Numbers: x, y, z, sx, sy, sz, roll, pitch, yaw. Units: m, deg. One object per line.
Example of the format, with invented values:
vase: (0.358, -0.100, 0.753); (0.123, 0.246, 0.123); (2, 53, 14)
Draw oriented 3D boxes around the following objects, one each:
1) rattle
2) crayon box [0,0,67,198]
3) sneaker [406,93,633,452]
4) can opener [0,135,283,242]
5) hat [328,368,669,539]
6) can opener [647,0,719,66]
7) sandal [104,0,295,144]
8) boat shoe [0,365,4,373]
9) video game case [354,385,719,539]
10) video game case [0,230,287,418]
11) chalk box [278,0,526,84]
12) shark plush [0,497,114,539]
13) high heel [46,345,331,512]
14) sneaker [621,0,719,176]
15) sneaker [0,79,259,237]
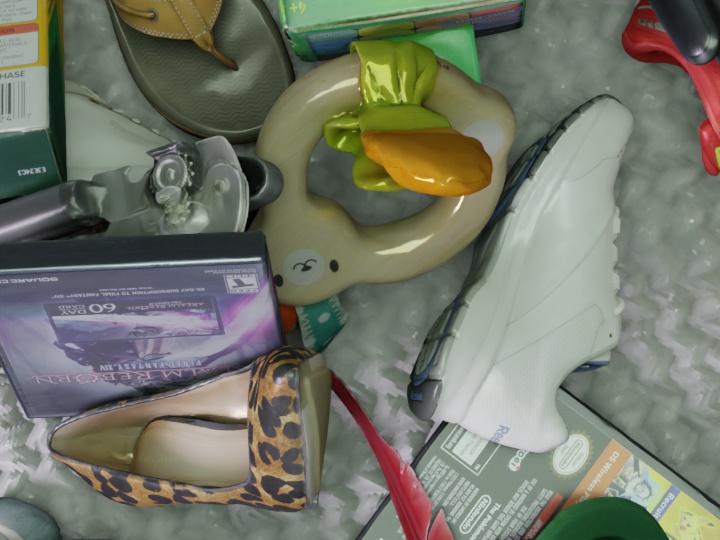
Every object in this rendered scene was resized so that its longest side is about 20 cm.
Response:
rattle: (0.000, 0.000, 1.400); (0.200, 0.130, 0.143); (-52, 42, 20)
crayon box: (-0.214, -0.120, 1.458); (0.125, 0.052, 0.201); (-7, 51, 2)
sneaker: (0.096, 0.003, 1.456); (0.087, 0.075, 0.201); (28, 70, -7)
can opener: (-0.129, -0.015, 1.404); (0.199, 0.067, 0.054); (-17, 76, 29)
hat: (0.051, 0.177, 1.449); (0.175, 0.165, 0.201); (7, 71, 40)
can opener: (0.144, -0.173, 1.448); (0.079, 0.063, 0.200); (-57, 50, 36)
sandal: (-0.097, -0.158, 1.487); (0.081, 0.055, 0.201); (-20, 87, 1)
boat shoe: (-0.251, -0.011, 1.483); (0.199, 0.068, 0.072); (26, 91, 4)
video game case: (0.085, 0.170, 1.483); (0.180, 0.026, 0.200); (37, 89, 3)
video game case: (-0.109, 0.029, 1.411); (0.142, 0.200, 0.019); (-3, 67, 2)
chalk box: (0.016, -0.173, 1.448); (0.124, 0.124, 0.201); (-9, 87, 1)
shark plush: (-0.123, 0.176, 1.461); (0.199, 0.083, 0.091); (13, 88, 3)
high heel: (-0.087, 0.076, 1.408); (0.142, 0.200, 0.072); (8, 70, 0)
sneaker: (0.214, -0.072, 1.469); (0.085, 0.077, 0.200); (-46, 76, 5)
sneaker: (-0.120, -0.059, 1.477); (0.199, 0.073, 0.085); (8, 60, -10)
